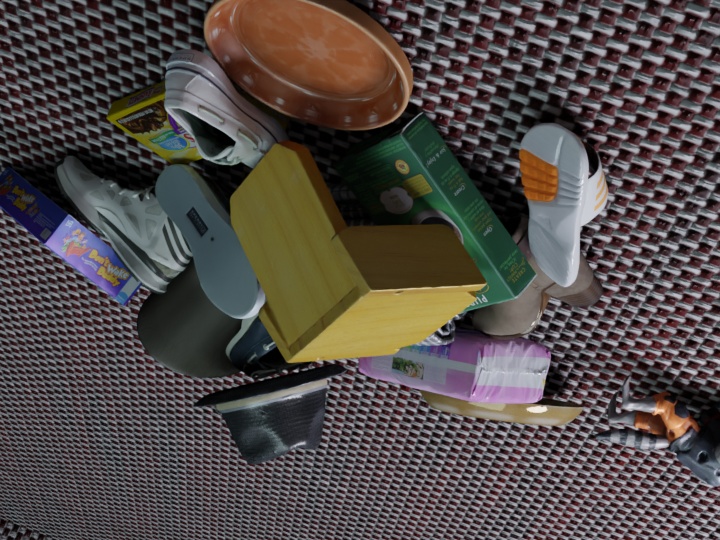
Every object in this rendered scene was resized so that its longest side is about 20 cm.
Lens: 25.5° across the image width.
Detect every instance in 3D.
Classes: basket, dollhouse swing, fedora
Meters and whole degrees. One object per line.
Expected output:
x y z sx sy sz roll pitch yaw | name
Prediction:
-0.153 0.027 1.866 0.180 0.136 0.200 -6 158 -24 | basket
-0.009 -0.025 1.582 0.181 0.176 0.200 -3 158 -28 | dollhouse swing
-0.095 0.169 1.834 0.200 0.092 0.201 -14 178 0 | fedora

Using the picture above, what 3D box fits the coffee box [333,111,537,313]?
0.073 -0.051 1.564 0.200 0.044 0.123 53 146 -11 | coffee box

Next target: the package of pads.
0.105 0.102 1.810 0.120 0.076 0.200 9 179 -40 | package of pads

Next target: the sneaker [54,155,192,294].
-0.254 -0.081 1.821 0.201 0.115 0.076 47 -171 13 | sneaker

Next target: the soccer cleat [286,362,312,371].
-0.065 0.086 1.892 0.069 0.085 0.200 44 178 -6 | soccer cleat

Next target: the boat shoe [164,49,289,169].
-0.136 -0.135 1.542 0.073 0.067 0.200 2 156 32 | boat shoe

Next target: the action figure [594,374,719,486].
0.373 0.205 1.849 0.193 0.105 0.200 28 153 8 | action figure

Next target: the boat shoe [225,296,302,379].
-0.100 0.084 1.793 0.062 0.075 0.200 57 152 14 | boat shoe

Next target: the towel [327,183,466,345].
0.000 0.000 1.710 0.165 0.086 0.200 -1 135 41 | towel

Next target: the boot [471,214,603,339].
0.150 0.000 1.652 0.146 0.070 0.200 35 143 -30 | boot

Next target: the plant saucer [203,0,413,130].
-0.046 -0.200 1.457 0.200 0.032 0.200 18 155 8 | plant saucer

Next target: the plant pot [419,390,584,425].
0.166 0.162 1.902 0.199 0.028 0.200 7 180 0 | plant pot

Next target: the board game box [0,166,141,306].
-0.352 -0.042 1.893 0.134 0.045 0.200 43 173 -38 | board game box

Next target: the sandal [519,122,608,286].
0.194 -0.071 1.488 0.079 0.059 0.207 41 155 30 | sandal

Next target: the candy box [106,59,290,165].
-0.169 -0.159 1.639 0.102 0.026 0.200 33 153 -31 | candy box

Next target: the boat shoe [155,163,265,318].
-0.139 -0.031 1.708 0.071 0.200 0.091 -42 153 21 | boat shoe
